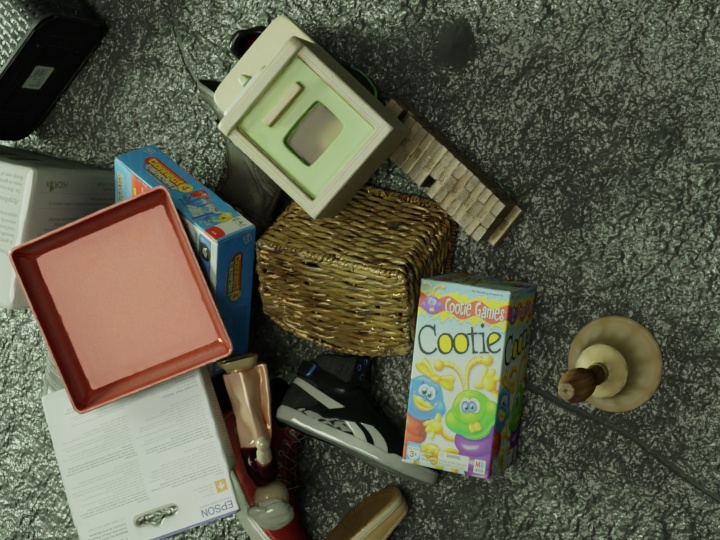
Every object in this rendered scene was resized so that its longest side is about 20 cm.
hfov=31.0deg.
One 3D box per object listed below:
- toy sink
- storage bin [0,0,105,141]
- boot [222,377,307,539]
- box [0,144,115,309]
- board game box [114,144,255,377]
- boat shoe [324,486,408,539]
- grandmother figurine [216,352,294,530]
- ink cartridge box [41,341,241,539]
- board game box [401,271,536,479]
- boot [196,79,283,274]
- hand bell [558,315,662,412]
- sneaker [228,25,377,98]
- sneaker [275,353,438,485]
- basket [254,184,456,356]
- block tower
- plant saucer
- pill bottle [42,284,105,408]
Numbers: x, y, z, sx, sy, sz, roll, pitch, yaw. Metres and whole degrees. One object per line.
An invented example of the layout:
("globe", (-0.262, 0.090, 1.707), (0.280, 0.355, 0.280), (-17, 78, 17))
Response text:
("toy sink", (-0.068, -0.170, 1.396), (0.200, 0.112, 0.130), (44, 102, 7))
("storage bin", (-0.432, -0.267, 1.622), (0.094, 0.135, 0.200), (48, 110, 15))
("boot", (-0.086, 0.235, 1.535), (0.144, 0.072, 0.201), (-35, 75, 20))
("box", (-0.432, -0.059, 1.601), (0.198, 0.200, 0.173), (14, 97, 22))
("board game box", (-0.208, -0.012, 1.510), (0.196, 0.056, 0.201), (38, 137, 32))
("boat shoe", (-0.009, 0.338, 1.509), (0.069, 0.074, 0.200), (42, 98, -12))
("grandmother figurine", (-0.116, 0.197, 1.471), (0.060, 0.121, 0.201), (-13, 94, -5))
("ink cartridge box", (-0.246, 0.206, 1.473), (0.195, 0.043, 0.201), (-20, 80, 9))
("board game box", (0.120, 0.111, 1.414), (0.102, 0.105, 0.202), (8, 97, 23))
("boot", (-0.156, -0.114, 1.546), (0.200, 0.069, 0.175), (45, 121, 29))
("hand bell", (0.234, 0.105, 1.310), (0.103, 0.200, 0.105), (1, 93, 24))
("sneaker", (-0.071, -0.221, 1.491), (0.199, 0.084, 0.077), (28, 104, 20))
("sneaker", (0.014, 0.159, 1.484), (0.199, 0.073, 0.112), (24, 77, 3))
("basket", (0.000, 0.000, 1.485), (0.199, 0.149, 0.143), (13, 131, 23))
("block tower", (0.089, -0.112, 1.441), (0.200, 0.058, 0.054), (44, 109, 15))
("plant saucer", (-0.262, 0.032, 1.440), (0.198, 0.037, 0.201), (-22, 94, 9))
("pill bottle", (-0.317, 0.085, 1.553), (0.113, 0.113, 0.201), (27, 123, 20))
